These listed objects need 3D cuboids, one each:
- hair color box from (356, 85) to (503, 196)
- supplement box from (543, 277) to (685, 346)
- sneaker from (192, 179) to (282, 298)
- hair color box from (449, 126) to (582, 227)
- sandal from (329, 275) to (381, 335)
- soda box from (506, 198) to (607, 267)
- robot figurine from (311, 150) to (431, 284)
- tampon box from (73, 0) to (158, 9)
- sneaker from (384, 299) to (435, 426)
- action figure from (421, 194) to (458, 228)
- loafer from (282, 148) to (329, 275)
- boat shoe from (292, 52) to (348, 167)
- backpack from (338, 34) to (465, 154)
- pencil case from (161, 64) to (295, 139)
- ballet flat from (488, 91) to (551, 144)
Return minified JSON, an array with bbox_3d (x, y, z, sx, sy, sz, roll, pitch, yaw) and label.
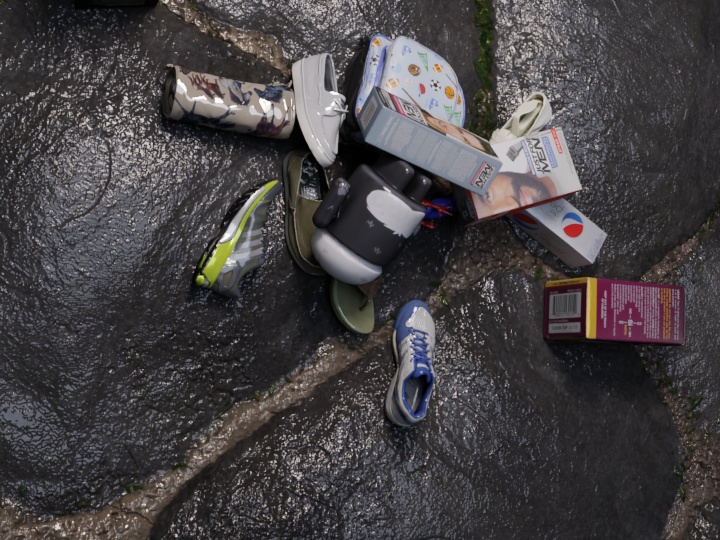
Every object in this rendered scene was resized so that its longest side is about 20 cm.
[{"bbox_3d":[0.099,-0.188,1.356,0.199,0.099,0.061,23,113,-19],"label":"hair color box"},{"bbox_3d":[0.429,0.072,1.585,0.199,0.131,0.104,5,83,-20],"label":"supplement box"},{"bbox_3d":[-0.171,-0.048,1.399,0.081,0.074,0.200,35,80,-21],"label":"sneaker"},{"bbox_3d":[0.245,-0.151,1.500,0.199,0.064,0.111,-17,86,-20],"label":"hair color box"},{"bbox_3d":[-0.001,-0.001,1.452,0.080,0.057,0.202,9,78,-38],"label":"sandal"},{"bbox_3d":[0.319,-0.089,1.592,0.200,0.068,0.064,37,72,-14],"label":"soda box"},{"bbox_3d":[0.014,-0.076,1.364,0.150,0.125,0.200,35,102,-6],"label":"robot figurine"},{"bbox_3d":[-0.339,-0.472,1.304,0.126,0.200,0.151,-9,89,-23],"label":"tampon box"},{"bbox_3d":[0.092,0.144,1.465,0.075,0.088,0.201,9,79,-19],"label":"sneaker"},{"bbox_3d":[0.114,-0.098,1.514,0.199,0.065,0.052,-7,69,-23],"label":"action figure"},{"bbox_3d":[-0.077,-0.092,1.434,0.075,0.070,0.201,-11,88,-22],"label":"loafer"},{"bbox_3d":[-0.054,-0.249,1.425,0.072,0.068,0.201,46,28,-49],"label":"boat shoe"},{"bbox_3d":[0.074,-0.265,1.479,0.190,0.154,0.201,23,73,-28],"label":"backpack"},{"bbox_3d":[-0.198,-0.254,1.401,0.199,0.078,0.090,7,67,-21],"label":"pencil case"},{"bbox_3d":[0.256,-0.230,1.580,0.069,0.069,0.200,45,67,-11],"label":"ballet flat"}]
